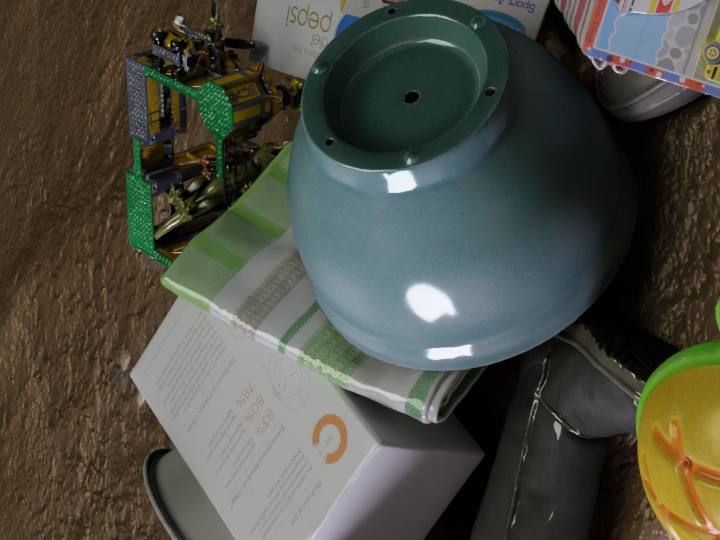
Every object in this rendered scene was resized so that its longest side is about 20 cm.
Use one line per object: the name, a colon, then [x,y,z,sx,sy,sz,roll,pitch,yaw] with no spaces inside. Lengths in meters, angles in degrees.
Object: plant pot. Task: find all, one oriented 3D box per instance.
plant pot: [0.042,-0.065,1.100,0.199,0.134,0.201,-11,53,15]

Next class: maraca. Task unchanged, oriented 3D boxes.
maraca: [0.201,0.080,0.948,0.137,0.107,0.200,29,146,9]

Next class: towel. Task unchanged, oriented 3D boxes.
towel: [0.144,-0.199,1.078,0.200,0.030,0.147,-96,20,-70]
towel: [0.000,0.000,1.183,0.199,0.149,0.031,26,141,23]

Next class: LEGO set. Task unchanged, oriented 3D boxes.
LEGO set: [-0.079,-0.078,1.343,0.153,0.116,0.201,19,123,45]

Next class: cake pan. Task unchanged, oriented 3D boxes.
cake pan: [-0.056,0.178,1.290,0.037,0.200,0.200,-46,46,10]

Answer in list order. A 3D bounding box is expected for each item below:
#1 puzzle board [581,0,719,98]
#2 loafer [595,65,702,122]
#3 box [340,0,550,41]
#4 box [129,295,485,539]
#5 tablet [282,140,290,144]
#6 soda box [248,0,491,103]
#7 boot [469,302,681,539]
puzzle board: [0.207,-0.176,0.959,0.017,0.150,0.201,-63,-10,-70]
loafer: [0.180,-0.151,1.045,0.200,0.069,0.070,-51,49,42]
box: [0.063,-0.206,1.135,0.042,0.118,0.201,-84,9,-56]
box: [-0.037,0.088,1.226,0.125,0.097,0.200,-56,50,22]
tablet: [-0.067,0.015,1.409,0.130,0.014,0.201,-131,57,-68]
soda box: [0.005,-0.150,1.307,0.200,0.068,0.064,26,110,53]
boot: [0.121,0.128,1.121,0.182,0.072,0.201,-139,64,-65]
